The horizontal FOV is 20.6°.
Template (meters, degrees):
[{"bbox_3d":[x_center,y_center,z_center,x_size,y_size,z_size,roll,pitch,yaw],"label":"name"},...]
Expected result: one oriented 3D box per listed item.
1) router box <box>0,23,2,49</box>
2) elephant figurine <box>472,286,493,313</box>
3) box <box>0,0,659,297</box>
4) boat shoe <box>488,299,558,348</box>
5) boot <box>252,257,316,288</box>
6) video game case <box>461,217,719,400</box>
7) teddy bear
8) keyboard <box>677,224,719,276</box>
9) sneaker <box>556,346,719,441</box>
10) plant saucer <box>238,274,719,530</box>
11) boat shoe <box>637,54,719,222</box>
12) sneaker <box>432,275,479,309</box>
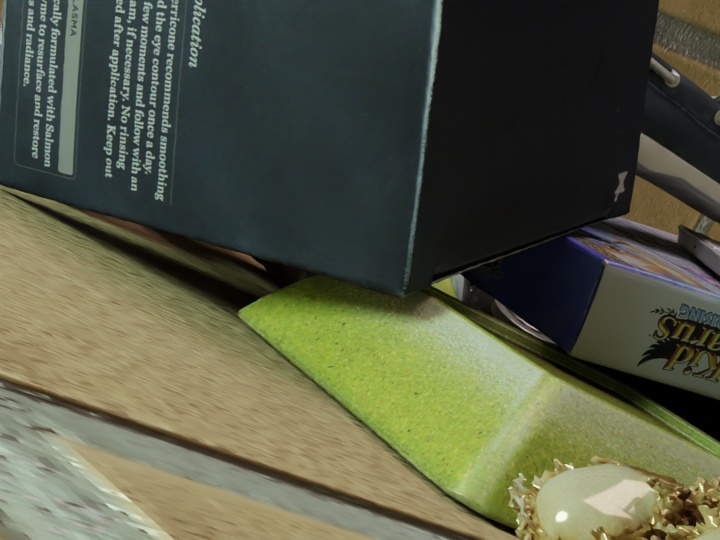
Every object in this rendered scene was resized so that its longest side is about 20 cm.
[{"bbox_3d":[-0.204,-0.105,0.940,0.199,0.049,0.180,28,4,-3],"label":"router box"},{"bbox_3d":[0.103,-0.048,1.245,0.141,0.201,0.155,26,4,-18],"label":"elephant figurine"},{"bbox_3d":[-0.010,-0.082,0.812,0.199,0.118,0.196,15,18,29],"label":"box"},{"bbox_3d":[0.119,0.048,1.103,0.075,0.062,0.200,47,20,22],"label":"boat shoe"},{"bbox_3d":[0.000,0.000,0.953,0.186,0.064,0.200,24,8,-40],"label":"boot"},{"bbox_3d":[0.136,0.012,0.911,0.181,0.046,0.200,18,9,-23],"label":"video game case"},{"bbox_3d":[0.132,0.103,0.575,0.145,0.067,0.200,19,4,39],"label":"teddy bear"},{"bbox_3d":[0.182,0.008,0.859,0.056,0.011,0.200,20,9,-6],"label":"keyboard"},{"bbox_3d":[0.188,0.093,0.968,0.200,0.076,0.088,31,-2,29],"label":"sneaker"},{"bbox_3d":[0.077,0.061,0.748,0.200,0.048,0.200,26,5,-30],"label":"plant saucer"},{"bbox_3d":[0.165,-0.060,0.938,0.200,0.062,0.075,25,-2,-25],"label":"boat shoe"},{"bbox_3d":[0.007,-0.011,1.137,0.200,0.090,0.078,-123,-162,-51],"label":"sneaker"}]
